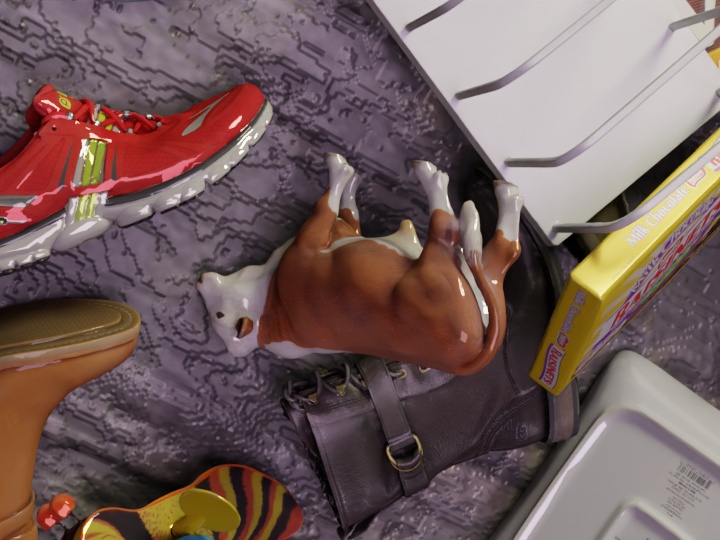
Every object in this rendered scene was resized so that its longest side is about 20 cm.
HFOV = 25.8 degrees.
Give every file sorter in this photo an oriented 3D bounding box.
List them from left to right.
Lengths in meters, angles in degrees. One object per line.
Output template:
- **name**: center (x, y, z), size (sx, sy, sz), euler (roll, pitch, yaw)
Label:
- **file sorter**: center (0.110, -0.132, 0.821), size (0.139, 0.124, 0.200), euler (-39, 99, -7)

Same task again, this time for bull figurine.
- **bull figurine**: center (0.000, 0.000, 0.871), size (0.065, 0.199, 0.122), euler (18, 83, -55)

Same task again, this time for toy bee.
- **toy bee**: center (-0.120, 0.155, 0.872), size (0.131, 0.200, 0.109), euler (-36, 93, 25)

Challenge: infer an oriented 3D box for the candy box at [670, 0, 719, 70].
- **candy box**: center (0.246, -0.164, 0.946), size (0.199, 0.055, 0.116), euler (-6, 105, -15)

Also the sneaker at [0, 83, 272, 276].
- **sneaker**: center (-0.143, -0.064, 0.846), size (0.199, 0.077, 0.085), euler (-24, 104, -10)

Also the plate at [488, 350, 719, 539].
- **plate**: center (0.171, 0.173, 0.942), size (0.201, 0.199, 0.032), euler (-56, 144, 2)

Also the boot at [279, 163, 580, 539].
- **boot**: center (0.035, 0.052, 0.931), size (0.173, 0.069, 0.201), euler (-17, 108, -11)

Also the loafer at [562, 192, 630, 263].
- **loafer**: center (0.131, -0.072, 0.924), size (0.067, 0.076, 0.201), euler (-30, 110, -1)

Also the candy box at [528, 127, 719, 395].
- **candy box**: center (0.170, -0.021, 0.868), size (0.200, 0.026, 0.102), euler (-41, 158, -28)

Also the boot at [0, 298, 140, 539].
- **boot**: center (-0.201, 0.110, 0.879), size (0.199, 0.074, 0.156), euler (-19, 113, -8)

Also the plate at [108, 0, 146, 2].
- **plate**: center (-0.124, -0.243, 0.831), size (0.199, 0.026, 0.202), euler (-4, 104, -16)
